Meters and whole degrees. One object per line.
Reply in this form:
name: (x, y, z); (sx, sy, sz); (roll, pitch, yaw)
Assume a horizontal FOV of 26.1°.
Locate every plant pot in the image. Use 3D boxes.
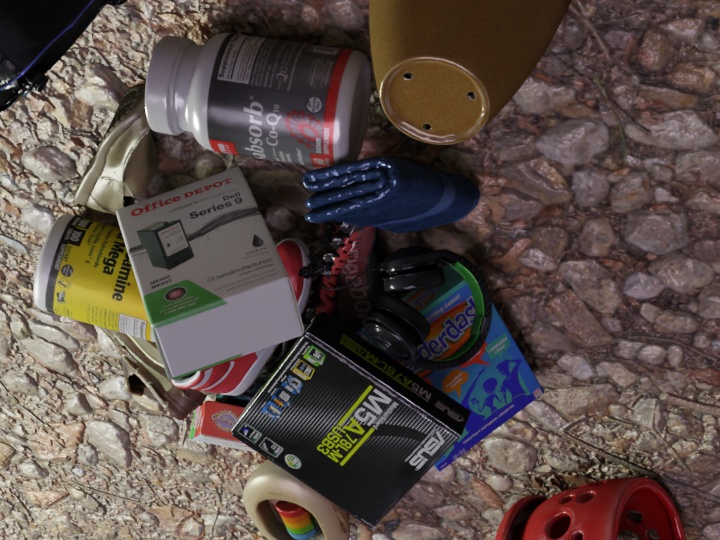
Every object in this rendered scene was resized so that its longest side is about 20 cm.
plant pot: (0.082, -0.208, 1.327); (0.186, 0.200, 0.187); (9, 136, 9)
plant pot: (0.273, 0.354, 1.858); (0.182, 0.201, 0.201); (-12, 130, 38)

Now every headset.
headset: (0.038, 0.029, 1.597); (0.200, 0.124, 0.094); (21, 167, -23)

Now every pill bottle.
pill bottle: (-0.254, 0.015, 1.734); (0.199, 0.113, 0.113); (15, 138, 1)
pill bottle: (-0.097, -0.166, 1.491); (0.199, 0.116, 0.116); (9, 137, 9)

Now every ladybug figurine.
ladybug figurine: (-0.077, 0.302, 2.001); (0.135, 0.072, 0.200); (4, 139, 19)

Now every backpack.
backpack: (-0.343, -0.233, 1.467); (0.135, 0.183, 0.200); (46, 143, -17)

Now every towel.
towel: (0.034, -0.070, 1.518); (0.111, 0.049, 0.200); (-12, 170, 27)

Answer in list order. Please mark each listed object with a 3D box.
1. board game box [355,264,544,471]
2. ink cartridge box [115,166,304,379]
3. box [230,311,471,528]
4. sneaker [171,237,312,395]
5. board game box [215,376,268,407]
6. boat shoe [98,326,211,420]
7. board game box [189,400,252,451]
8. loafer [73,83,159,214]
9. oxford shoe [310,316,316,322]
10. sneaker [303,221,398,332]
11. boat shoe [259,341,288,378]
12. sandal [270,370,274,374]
board game box: (0.096, 0.105, 1.701); (0.152, 0.045, 0.200); (-37, 125, -5)
ink cartridge box: (-0.158, -0.001, 1.592); (0.146, 0.200, 0.084); (-20, 132, -7)
box: (-0.014, 0.162, 1.646); (0.193, 0.048, 0.200); (36, 131, -3)
sneaker: (-0.133, 0.050, 1.659); (0.112, 0.071, 0.200); (6, 119, -50)
board game box: (-0.061, 0.159, 1.814); (0.199, 0.028, 0.135); (13, 166, -14)
boat shoe: (-0.252, 0.107, 1.788); (0.202, 0.075, 0.075); (31, 176, 43)
board game box: (-0.119, 0.192, 1.838); (0.153, 0.040, 0.200); (12, 170, -9)
loafer: (-0.240, -0.123, 1.620); (0.067, 0.076, 0.200); (27, 147, -11)
oxford shoe: (-0.016, 0.132, 1.688); (0.058, 0.075, 0.200); (-30, 128, -9)
sneaker: (0.000, 0.000, 1.668); (0.098, 0.071, 0.201); (10, 133, -7)
boat shoe: (-0.114, 0.087, 1.796); (0.072, 0.066, 0.200); (20, 138, -4)
sandal: (-0.011, 0.102, 1.748); (0.200, 0.075, 0.048); (-19, 96, 20)
